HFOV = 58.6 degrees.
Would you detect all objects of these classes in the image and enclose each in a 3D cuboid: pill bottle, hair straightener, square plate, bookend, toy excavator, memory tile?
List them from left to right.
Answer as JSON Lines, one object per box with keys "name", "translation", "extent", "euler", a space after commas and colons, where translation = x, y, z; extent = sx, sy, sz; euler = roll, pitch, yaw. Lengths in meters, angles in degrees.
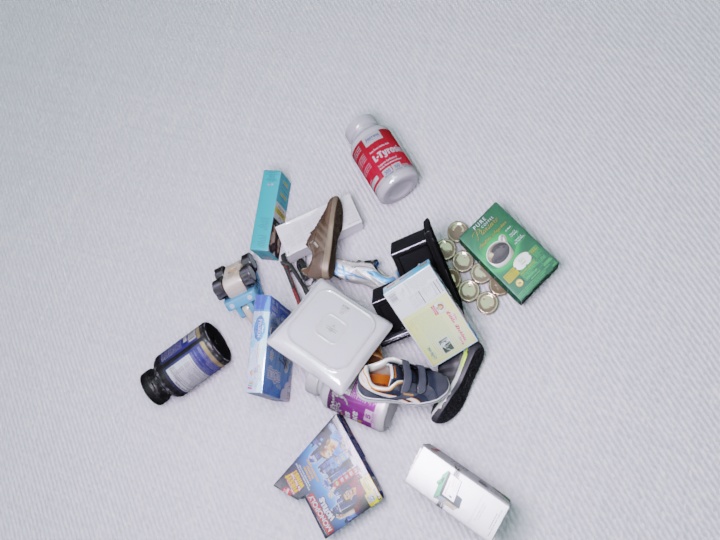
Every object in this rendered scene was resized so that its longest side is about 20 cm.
{"name": "pill bottle", "translation": [-0.410, 0.221, 1.500], "extent": [0.198, 0.112, 0.113], "euler": [-35, 70, 2]}
{"name": "toy excavator", "translation": [-0.260, 0.090, 1.513], "extent": [0.098, 0.203, 0.196], "euler": [-25, 26, 6]}
{"name": "hair straightener", "translation": [-0.134, 0.025, 1.534], "extent": [0.075, 0.041, 0.203], "euler": [-23, 65, -7]}
{"name": "square plate", "translation": [-0.062, 0.125, 1.327], "extent": [0.197, 0.029, 0.199], "euler": [31, 59, 16]}
{"name": "pill bottle", "translation": [-0.018, 0.261, 1.393], "extent": [0.196, 0.112, 0.115], "euler": [20, 80, 18]}
{"name": "pill bottle", "translation": [0.045, -0.269, 1.526], "extent": [0.111, 0.112, 0.203], "euler": [-32, 70, 3]}
{"name": "bookend", "translation": [0.097, 0.027, 1.382], "extent": [0.194, 0.092, 0.204], "euler": [-21, 107, 11]}
{"name": "memory tile", "translation": [0.253, -0.007, 1.454], "extent": [0.198, 0.017, 0.155], "euler": [34, 85, 19]}

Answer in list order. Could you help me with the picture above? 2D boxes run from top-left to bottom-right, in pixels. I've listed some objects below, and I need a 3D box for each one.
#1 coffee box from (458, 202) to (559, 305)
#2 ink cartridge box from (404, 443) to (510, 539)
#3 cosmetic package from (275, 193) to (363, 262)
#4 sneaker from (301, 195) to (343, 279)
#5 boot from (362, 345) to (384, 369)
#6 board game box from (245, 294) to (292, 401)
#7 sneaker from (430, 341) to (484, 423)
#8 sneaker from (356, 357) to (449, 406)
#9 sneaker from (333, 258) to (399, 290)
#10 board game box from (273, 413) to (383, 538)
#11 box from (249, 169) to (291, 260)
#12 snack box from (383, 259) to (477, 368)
{"name": "coffee box", "translation": [0.325, -0.039, 1.413], "extent": [0.123, 0.044, 0.200], "euler": [-43, 70, -2]}
{"name": "ink cartridge box", "translation": [0.194, 0.437, 1.274], "extent": [0.197, 0.146, 0.086], "euler": [30, 84, 20]}
{"name": "cosmetic package", "translation": [-0.097, -0.100, 1.533], "extent": [0.196, 0.051, 0.084], "euler": [-24, 68, -4]}
{"name": "sneaker", "translation": [-0.089, -0.079, 1.461], "extent": [0.073, 0.071, 0.205], "euler": [2, 66, 15]}
{"name": "boot", "translation": [-0.049, 0.161, 1.380], "extent": [0.194, 0.155, 0.076], "euler": [-4, 116, -14]}
{"name": "board game box", "translation": [-0.193, 0.177, 1.412], "extent": [0.042, 0.200, 0.205], "euler": [1, 75, 11]}
{"name": "sneaker", "translation": [0.196, 0.231, 1.385], "extent": [0.082, 0.072, 0.203], "euler": [23, 78, 40]}
{"name": "sneaker", "translation": [0.091, 0.225, 1.300], "extent": [0.194, 0.081, 0.080], "euler": [-1, 48, -8]}
{"name": "sneaker", "translation": [0.000, 0.000, 1.481], "extent": [0.195, 0.072, 0.074], "euler": [18, 93, 11]}
{"name": "board game box", "translation": [-0.076, 0.453, 1.381], "extent": [0.198, 0.062, 0.202], "euler": [-34, 70, 4]}
{"name": "box", "translation": [-0.218, -0.135, 1.569], "extent": [0.048, 0.082, 0.206], "euler": [4, 76, 14]}
{"name": "snack box", "translation": [0.146, 0.092, 1.332], "extent": [0.115, 0.037, 0.202], "euler": [-31, 106, 12]}
